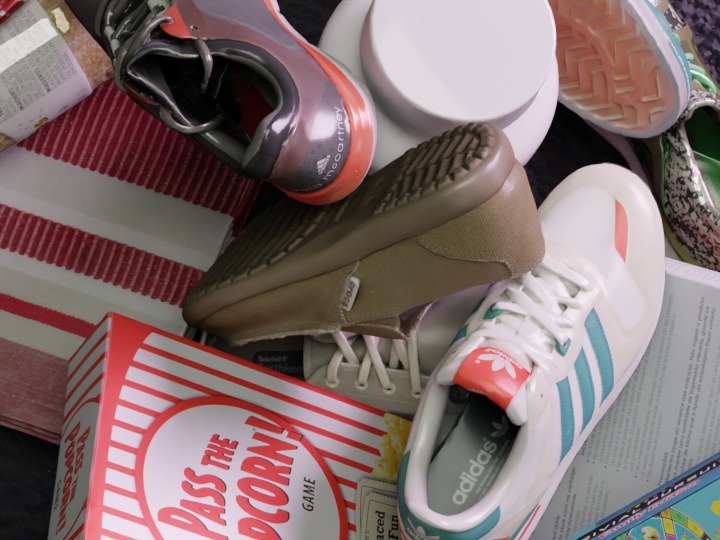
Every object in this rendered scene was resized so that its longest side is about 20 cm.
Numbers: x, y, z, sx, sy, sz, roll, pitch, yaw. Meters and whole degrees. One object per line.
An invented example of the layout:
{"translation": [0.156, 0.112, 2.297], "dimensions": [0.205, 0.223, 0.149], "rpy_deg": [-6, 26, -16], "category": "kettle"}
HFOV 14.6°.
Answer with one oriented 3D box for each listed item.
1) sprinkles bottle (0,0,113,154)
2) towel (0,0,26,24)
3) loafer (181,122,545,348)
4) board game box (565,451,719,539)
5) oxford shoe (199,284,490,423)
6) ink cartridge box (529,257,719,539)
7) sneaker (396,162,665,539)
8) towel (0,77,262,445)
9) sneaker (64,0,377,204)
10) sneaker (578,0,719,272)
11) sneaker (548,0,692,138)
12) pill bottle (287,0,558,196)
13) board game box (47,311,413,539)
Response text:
{"translation": [-0.184, -0.083, 1.317], "dimensions": [0.200, 0.068, 0.068], "rpy_deg": [-35, 82, -7], "category": "sprinkles bottle"}
{"translation": [-0.222, -0.131, 1.318], "dimensions": [0.145, 0.023, 0.200], "rpy_deg": [24, 63, 43], "category": "towel"}
{"translation": [0.000, 0.000, 1.223], "dimensions": [0.067, 0.200, 0.076], "rpy_deg": [52, 48, -16], "category": "loafer"}
{"translation": [0.165, 0.159, 1.196], "dimensions": [0.200, 0.047, 0.151], "rpy_deg": [-31, 94, 12], "category": "board game box"}
{"translation": [0.012, 0.038, 1.291], "dimensions": [0.200, 0.058, 0.075], "rpy_deg": [-5, 82, 20], "category": "oxford shoe"}
{"translation": [0.143, 0.098, 1.277], "dimensions": [0.200, 0.041, 0.200], "rpy_deg": [18, 103, 33], "category": "ink cartridge box"}
{"translation": [0.074, 0.039, 1.207], "dimensions": [0.070, 0.093, 0.200], "rpy_deg": [26, 81, 13], "category": "sneaker"}
{"translation": [-0.133, -0.017, 1.333], "dimensions": [0.144, 0.023, 0.200], "rpy_deg": [18, 71, 13], "category": "towel"}
{"translation": [-0.078, -0.103, 1.216], "dimensions": [0.200, 0.082, 0.077], "rpy_deg": [38, 111, 32], "category": "sneaker"}
{"translation": [0.156, -0.083, 1.374], "dimensions": [0.077, 0.089, 0.200], "rpy_deg": [-27, 78, -16], "category": "sneaker"}
{"translation": [0.092, -0.153, 1.336], "dimensions": [0.200, 0.071, 0.080], "rpy_deg": [48, 40, 3], "category": "sneaker"}
{"translation": [0.029, -0.076, 1.294], "dimensions": [0.111, 0.200, 0.112], "rpy_deg": [2, 75, -8], "category": "pill bottle"}
{"translation": [-0.037, 0.120, 1.231], "dimensions": [0.200, 0.046, 0.152], "rpy_deg": [20, 48, -21], "category": "board game box"}
